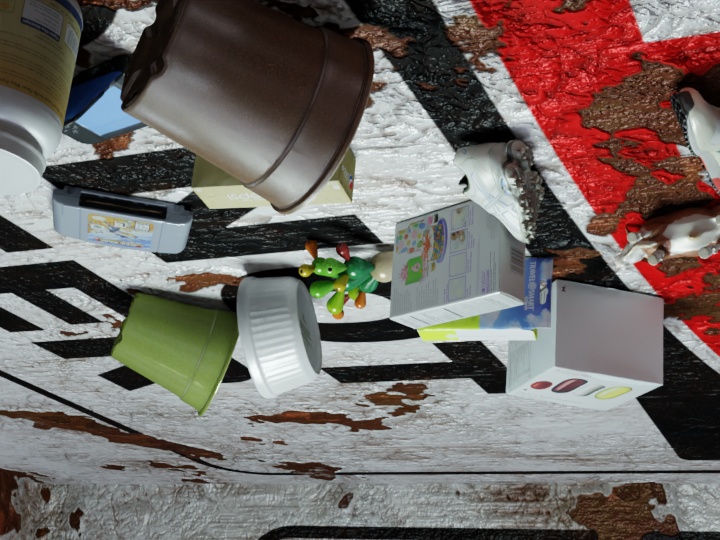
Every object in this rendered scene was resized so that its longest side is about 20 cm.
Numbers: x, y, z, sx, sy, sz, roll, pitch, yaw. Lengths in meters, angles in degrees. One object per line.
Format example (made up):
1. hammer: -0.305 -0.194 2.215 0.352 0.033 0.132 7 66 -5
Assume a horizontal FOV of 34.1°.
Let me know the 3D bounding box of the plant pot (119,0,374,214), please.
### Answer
1. plant pot: -0.122 -0.187 1.179 0.198 0.201 0.200 24 153 -23

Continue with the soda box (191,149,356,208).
1. soda box: -0.110 -0.123 1.490 0.199 0.064 0.068 -2 158 16

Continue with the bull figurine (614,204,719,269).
1. bull figurine: 0.419 -0.044 1.547 0.199 0.065 0.121 -17 -176 30

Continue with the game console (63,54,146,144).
1. game console: -0.325 -0.163 1.361 0.199 0.119 0.170 -10 154 36

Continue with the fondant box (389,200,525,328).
1. fondant box: 0.132 -0.011 1.610 0.199 0.145 0.058 -15 153 42

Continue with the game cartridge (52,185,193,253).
1. game cartridge: -0.350 -0.071 1.721 0.199 0.042 0.133 9 154 -10

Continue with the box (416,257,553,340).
1. box: 0.190 0.042 1.764 0.199 0.123 0.048 -1 155 15

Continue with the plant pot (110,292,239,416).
1. plant pot: -0.329 0.128 2.058 0.189 0.201 0.200 24 155 -11

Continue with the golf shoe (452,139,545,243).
1. golf shoe: 0.176 -0.104 1.483 0.097 0.079 0.200 9 154 23

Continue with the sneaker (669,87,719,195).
1. sneaker: 0.411 -0.157 1.301 0.093 0.071 0.200 -25 146 21

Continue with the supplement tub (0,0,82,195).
1. supplement tub: -0.365 -0.191 1.182 0.144 0.201 0.145 4 159 2

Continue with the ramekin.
1. ramekin: -0.127 0.101 1.904 0.094 0.203 0.202 -12 156 8

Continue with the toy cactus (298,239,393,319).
1. toy cactus: 0.000 0.000 1.778 0.164 0.103 0.200 -18 152 7

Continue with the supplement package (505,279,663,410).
1. supplement package: 0.363 0.127 1.907 0.190 0.148 0.200 10 159 -12
